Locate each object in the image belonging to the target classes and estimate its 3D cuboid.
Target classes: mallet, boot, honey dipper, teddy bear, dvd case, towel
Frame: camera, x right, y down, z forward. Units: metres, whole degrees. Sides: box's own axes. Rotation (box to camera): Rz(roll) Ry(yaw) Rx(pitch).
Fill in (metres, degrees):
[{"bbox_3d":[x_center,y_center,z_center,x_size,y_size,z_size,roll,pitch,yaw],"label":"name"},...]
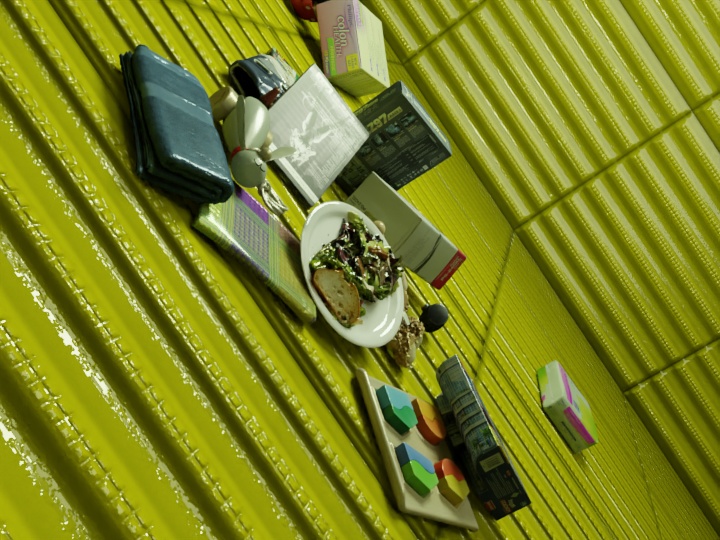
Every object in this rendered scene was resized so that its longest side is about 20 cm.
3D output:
[{"bbox_3d":[0.072,0.023,1.320,0.200,0.041,0.066,48,-19,14],"label":"mallet"},{"bbox_3d":[-0.130,-0.247,1.229,0.201,0.073,0.090,53,31,-1],"label":"boot"},{"bbox_3d":[0.043,-0.020,1.195,0.200,0.038,0.038,71,-4,-60],"label":"honey dipper"},{"bbox_3d":[0.029,0.051,1.130,0.201,0.066,0.146,54,28,-25],"label":"teddy bear"},{"bbox_3d":[-0.077,-0.211,1.209,0.149,0.016,0.201,50,49,-19],"label":"dvd case"},{"bbox_3d":[-0.121,-0.032,0.928,0.200,0.023,0.144,44,22,-32],"label":"towel"},{"bbox_3d":[-0.207,-0.161,0.869,0.111,0.048,0.201,24,34,-44],"label":"towel"}]

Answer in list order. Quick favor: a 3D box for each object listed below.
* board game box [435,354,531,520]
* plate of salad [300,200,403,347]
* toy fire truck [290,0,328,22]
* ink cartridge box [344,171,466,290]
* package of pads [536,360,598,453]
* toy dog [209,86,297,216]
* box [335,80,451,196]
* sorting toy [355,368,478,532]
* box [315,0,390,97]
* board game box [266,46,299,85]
[{"bbox_3d":[0.155,0.218,1.100,0.201,0.061,0.201,58,6,-46],"label":"board game box"},{"bbox_3d":[0.000,0.000,1.012,0.199,0.048,0.202,28,50,-40],"label":"plate of salad"},{"bbox_3d":[-0.148,-0.709,1.892,0.129,0.198,0.178,58,40,-69],"label":"toy fire truck"},{"bbox_3d":[0.078,-0.065,1.344,0.145,0.083,0.200,47,8,33],"label":"ink cartridge box"},{"bbox_3d":[0.490,0.322,1.846,0.155,0.068,0.200,53,18,-10],"label":"package of pads"},{"bbox_3d":[-0.131,-0.180,1.006,0.132,0.096,0.201,38,17,-53],"label":"toy dog"},{"bbox_3d":[0.037,-0.214,1.370,0.158,0.199,0.051,43,26,-33],"label":"box"},{"bbox_3d":[0.077,0.224,0.976,0.200,0.036,0.186,37,26,-47],"label":"sorting toy"},{"bbox_3d":[-0.015,-0.530,1.863,0.200,0.096,0.178,3,78,-69],"label":"box"},{"bbox_3d":[-0.139,-0.336,1.413,0.105,0.023,0.201,50,18,-25],"label":"board game box"}]
